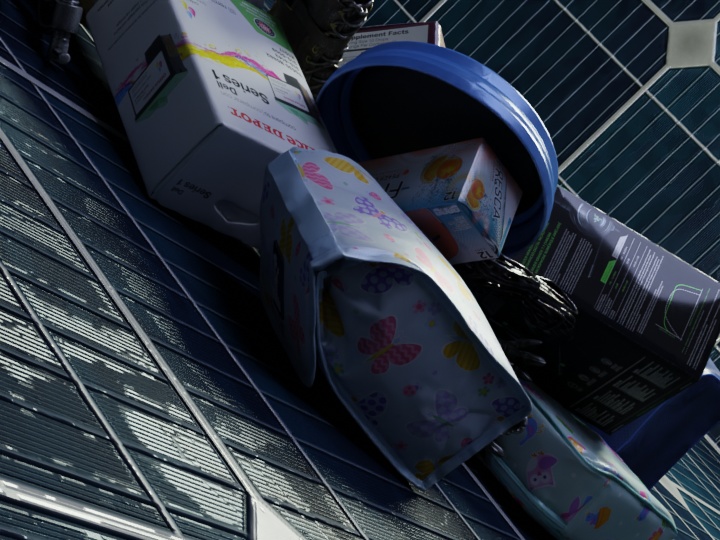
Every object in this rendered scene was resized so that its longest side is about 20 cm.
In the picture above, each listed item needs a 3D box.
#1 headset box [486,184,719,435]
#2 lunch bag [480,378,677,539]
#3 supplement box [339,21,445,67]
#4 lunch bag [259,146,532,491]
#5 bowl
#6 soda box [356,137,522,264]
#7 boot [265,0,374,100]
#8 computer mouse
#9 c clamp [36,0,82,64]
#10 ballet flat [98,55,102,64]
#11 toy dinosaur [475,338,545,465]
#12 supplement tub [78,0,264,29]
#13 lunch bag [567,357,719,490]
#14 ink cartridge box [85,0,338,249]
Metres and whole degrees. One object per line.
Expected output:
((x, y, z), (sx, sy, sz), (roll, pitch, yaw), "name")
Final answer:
((0.178, 0.032, 1.587), (0.200, 0.093, 0.174), (30, -26, -5), "headset box")
((0.169, 0.168, 1.578), (0.200, 0.077, 0.160), (39, 6, -48), "lunch bag")
((0.029, -0.099, 1.665), (0.131, 0.103, 0.200), (64, 26, -58), "supplement box")
((0.004, 0.023, 1.296), (0.200, 0.127, 0.170), (53, 4, -33), "lunch bag")
((0.060, -0.092, 1.447), (0.201, 0.039, 0.201), (23, -35, 17), "bowl")
((0.019, -0.041, 1.426), (0.064, 0.200, 0.068), (50, 48, -33), "soda box")
((-0.032, -0.169, 1.526), (0.069, 0.174, 0.200), (-16, 69, -31), "boot")
((0.062, 0.004, 1.479), (0.200, 0.053, 0.138), (0, -20, 34), "computer mouse")
((-0.208, -0.249, 1.418), (0.027, 0.200, 0.171), (13, 1, -20), "c clamp")
((-0.130, -0.114, 1.515), (0.200, 0.057, 0.066), (42, 8, -23), "ballet flat")
((0.065, 0.076, 1.469), (0.136, 0.102, 0.200), (20, 27, -42), "toy dinosaur")
((-0.186, -0.260, 1.565), (0.200, 0.145, 0.145), (37, 0, 40), "supplement tub")
((0.241, 0.114, 1.760), (0.132, 0.200, 0.136), (48, 6, 30), "lunch bag")
((-0.106, -0.124, 1.413), (0.145, 0.084, 0.200), (24, 32, -44), "ink cartridge box")
